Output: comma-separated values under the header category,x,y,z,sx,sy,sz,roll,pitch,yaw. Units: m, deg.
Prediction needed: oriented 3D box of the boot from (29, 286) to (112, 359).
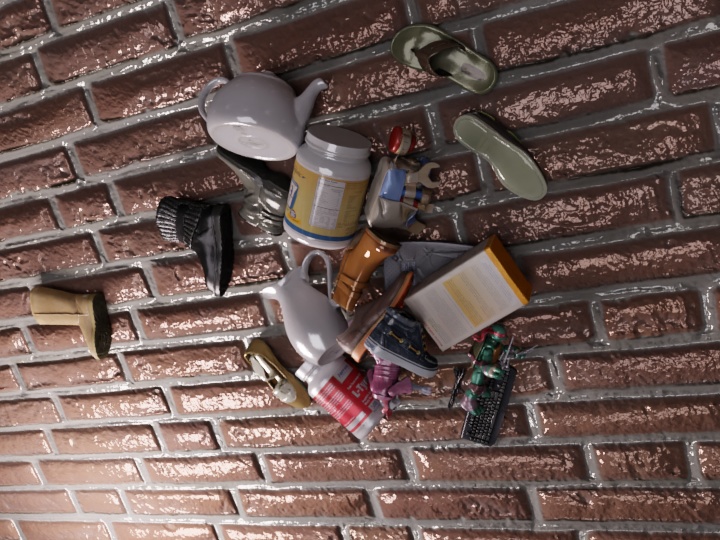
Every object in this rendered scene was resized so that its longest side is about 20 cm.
category,x,y,z,sx,sy,sz,roll,pitch,yaw
boot,-0.725,0.129,1.697,0.198,0.066,0.177,2,99,20

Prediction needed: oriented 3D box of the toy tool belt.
category,x,y,z,sx,sy,sz,roll,pitch,yaw
toy tool belt,0.090,-0.161,1.252,0.122,0.125,0.202,9,121,-17

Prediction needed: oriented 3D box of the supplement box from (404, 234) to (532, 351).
category,x,y,z,sx,sy,sz,roll,pitch,yaw
supplement box,0.198,0.043,1.250,0.199,0.074,0.126,-33,98,29

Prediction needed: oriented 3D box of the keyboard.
category,x,y,z,sx,sy,sz,roll,pitch,yaw
keyboard,0.240,0.267,1.401,0.126,0.021,0.202,17,114,14

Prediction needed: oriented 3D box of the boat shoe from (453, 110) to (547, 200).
category,x,y,z,sx,sy,sz,roll,pitch,yaw
boat shoe,0.254,-0.207,1.187,0.201,0.061,0.072,43,131,1

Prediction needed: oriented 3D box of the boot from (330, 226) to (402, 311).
category,x,y,z,sx,sy,sz,roll,pitch,yaw
boot,0.000,0.000,1.265,0.076,0.200,0.157,26,88,-20

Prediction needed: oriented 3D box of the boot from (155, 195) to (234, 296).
category,x,y,z,sx,sy,sz,roll,pitch,yaw
boot,-0.359,-0.053,1.470,0.156,0.079,0.214,4,101,12

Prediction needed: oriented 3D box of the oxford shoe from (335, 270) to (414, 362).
category,x,y,z,sx,sy,sz,roll,pitch,yaw
oxford shoe,0.029,0.074,1.295,0.073,0.071,0.201,35,84,15

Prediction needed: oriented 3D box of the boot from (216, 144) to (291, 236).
category,x,y,z,sx,sy,sz,roll,pitch,yaw
boot,-0.230,-0.161,1.392,0.199,0.068,0.131,35,124,7

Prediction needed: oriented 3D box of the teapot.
category,x,y,z,sx,sy,sz,roll,pitch,yaw
teapot,-0.192,-0.306,1.274,0.198,0.197,0.148,15,76,-24

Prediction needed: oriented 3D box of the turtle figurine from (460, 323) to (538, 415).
category,x,y,z,sx,sy,sz,roll,pitch,yaw
turtle figurine,0.252,0.171,1.283,0.100,0.149,0.201,38,127,27

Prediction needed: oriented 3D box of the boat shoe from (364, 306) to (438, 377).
category,x,y,z,sx,sy,sz,roll,pitch,yaw
boat shoe,0.100,0.136,1.276,0.071,0.199,0.091,40,99,45

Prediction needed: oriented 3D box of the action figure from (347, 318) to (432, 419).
category,x,y,z,sx,sy,sz,roll,pitch,yaw
action figure,0.057,0.198,1.367,0.133,0.148,0.203,-1,82,39

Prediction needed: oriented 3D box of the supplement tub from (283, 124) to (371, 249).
category,x,y,z,sx,sy,sz,roll,pitch,yaw
supplement tub,-0.060,-0.157,1.280,0.143,0.145,0.202,21,116,12

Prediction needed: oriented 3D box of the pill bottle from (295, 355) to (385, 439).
category,x,y,z,sx,sy,sz,roll,pitch,yaw
pill bottle,-0.039,0.254,1.450,0.200,0.112,0.112,41,119,1

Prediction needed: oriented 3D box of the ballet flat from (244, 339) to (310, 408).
category,x,y,z,sx,sy,sz,roll,pitch,yaw
ballet flat,-0.194,0.248,1.535,0.069,0.063,0.200,-39,93,29

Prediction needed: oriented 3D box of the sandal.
category,x,y,z,sx,sy,sz,roll,pitch,yaw
sandal,0.144,-0.367,1.169,0.199,0.057,0.080,25,117,10

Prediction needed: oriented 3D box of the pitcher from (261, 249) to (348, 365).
category,x,y,z,sx,sy,sz,roll,pitch,yaw
pitcher,-0.091,0.075,1.388,0.172,0.121,0.201,-46,65,22

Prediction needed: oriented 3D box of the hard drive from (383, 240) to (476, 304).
category,x,y,z,sx,sy,sz,roll,pitch,yaw
hard drive,0.144,0.004,1.322,0.198,0.042,0.136,3,112,19
